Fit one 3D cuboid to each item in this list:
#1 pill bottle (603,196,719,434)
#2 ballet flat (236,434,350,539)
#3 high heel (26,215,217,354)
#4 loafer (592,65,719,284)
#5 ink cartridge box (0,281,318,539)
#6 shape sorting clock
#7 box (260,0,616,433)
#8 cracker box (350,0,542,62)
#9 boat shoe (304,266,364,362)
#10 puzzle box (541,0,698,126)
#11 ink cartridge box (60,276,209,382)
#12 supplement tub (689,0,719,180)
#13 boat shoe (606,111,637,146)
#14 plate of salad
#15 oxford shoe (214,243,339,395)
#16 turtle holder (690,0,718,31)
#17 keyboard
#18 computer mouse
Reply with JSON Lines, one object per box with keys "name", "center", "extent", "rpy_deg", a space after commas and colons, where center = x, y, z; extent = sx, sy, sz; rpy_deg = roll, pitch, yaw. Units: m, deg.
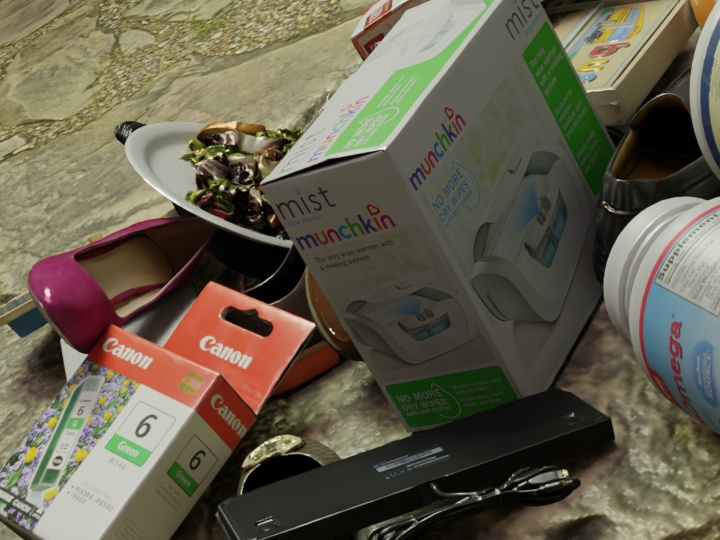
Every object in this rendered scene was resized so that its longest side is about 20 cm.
{"name": "pill bottle", "center": [0.189, 0.027, 0.821], "extent": [0.108, 0.109, 0.200], "rpy_deg": [-34, 21, -8]}
{"name": "ballet flat", "center": [-0.037, 0.132, 0.967], "extent": [0.067, 0.047, 0.200], "rpy_deg": [-30, 22, 6]}
{"name": "high heel", "center": [-0.147, -0.001, 1.166], "extent": [0.096, 0.068, 0.200], "rpy_deg": [-36, -5, 7]}
{"name": "loafer", "center": [0.187, -0.072, 1.063], "extent": [0.072, 0.073, 0.200], "rpy_deg": [6, 40, 21]}
{"name": "ink cartridge box", "center": [-0.125, 0.085, 1.085], "extent": [0.109, 0.050, 0.200], "rpy_deg": [19, 67, 43]}
{"name": "shape sorting clock", "center": [-0.198, -0.011, 1.418], "extent": [0.199, 0.039, 0.200], "rpy_deg": [-32, 2, 1]}
{"name": "box", "center": [0.059, -0.041, 1.044], "extent": [0.096, 0.177, 0.200], "rpy_deg": [-12, 27, 38]}
{"name": "cracker box", "center": [0.092, -0.206, 1.276], "extent": [0.199, 0.058, 0.134], "rpy_deg": [-34, 11, 12]}
{"name": "boat shoe", "center": [0.004, -0.036, 1.114], "extent": [0.075, 0.074, 0.201], "rpy_deg": [1, 48, -4]}
{"name": "puzzle box", "center": [0.144, -0.144, 1.194], "extent": [0.132, 0.026, 0.200], "rpy_deg": [-3, 29, 32]}
{"name": "ink cartridge box", "center": [-0.145, 0.058, 1.249], "extent": [0.103, 0.060, 0.200], "rpy_deg": [-31, 21, -2]}
{"name": "supplement tub", "center": [0.272, -0.086, 0.907], "extent": [0.145, 0.146, 0.200], "rpy_deg": [-36, 22, -13]}
{"name": "boat shoe", "center": [0.106, -0.091, 1.255], "extent": [0.199, 0.071, 0.064], "rpy_deg": [8, 75, 46]}
{"name": "plate of salad", "center": [-0.067, -0.068, 1.286], "extent": [0.200, 0.199, 0.048], "rpy_deg": [-95, 25, -66]}
{"name": "oxford shoe", "center": [0.000, 0.000, 1.169], "extent": [0.199, 0.073, 0.071], "rpy_deg": [-33, 22, -7]}
{"name": "turtle holder", "center": [0.286, -0.198, 1.145], "extent": [0.186, 0.141, 0.132], "rpy_deg": [-50, 10, -21]}
{"name": "keyboard", "center": [0.033, 0.108, 0.900], "extent": [0.199, 0.021, 0.127], "rpy_deg": [-18, 14, -11]}
{"name": "computer mouse", "center": [-0.090, -0.043, 1.343], "extent": [0.138, 0.053, 0.200], "rpy_deg": [4, 27, -38]}
